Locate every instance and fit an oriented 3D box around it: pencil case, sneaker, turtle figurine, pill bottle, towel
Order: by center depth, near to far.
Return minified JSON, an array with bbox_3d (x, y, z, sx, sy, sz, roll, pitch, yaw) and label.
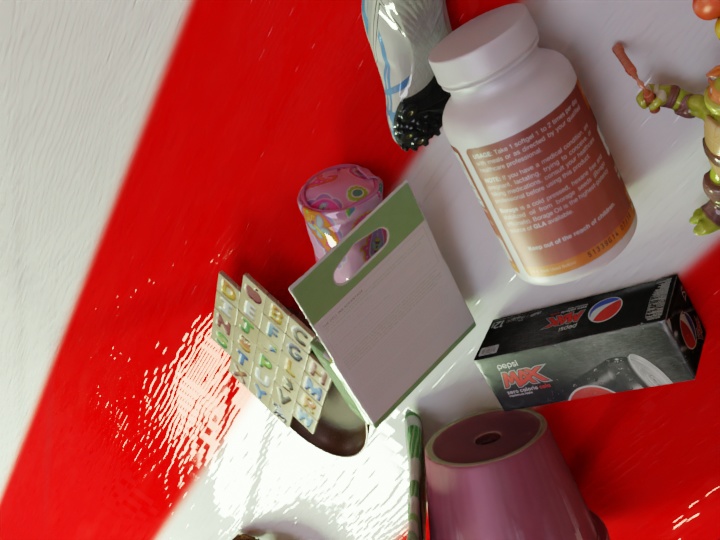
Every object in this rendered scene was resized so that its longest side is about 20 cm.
[{"bbox_3d":[0.268,-0.090,0.783,0.200,0.064,0.163,42,161,45],"label":"turtle figurine"},{"bbox_3d":[0.133,-0.099,0.834,0.111,0.113,0.202,-12,119,36],"label":"pill bottle"},{"bbox_3d":[0.038,-0.188,0.860,0.073,0.071,0.202,51,159,42],"label":"sneaker"},{"bbox_3d":[0.000,0.000,1.018,0.086,0.088,0.203,5,129,27],"label":"pencil case"},{"bbox_3d":[0.056,0.268,1.122,0.023,0.202,0.155,0,128,6],"label":"towel"}]

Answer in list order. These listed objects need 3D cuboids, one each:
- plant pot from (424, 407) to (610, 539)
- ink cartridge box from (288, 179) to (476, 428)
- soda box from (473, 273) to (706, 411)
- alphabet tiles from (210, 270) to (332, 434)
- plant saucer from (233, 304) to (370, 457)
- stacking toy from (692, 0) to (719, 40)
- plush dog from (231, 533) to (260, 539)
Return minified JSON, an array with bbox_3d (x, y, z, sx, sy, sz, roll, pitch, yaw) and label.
[{"bbox_3d":[0.145,0.248,1.068,0.197,0.199,0.182,-7,107,34],"label":"plant pot"},{"bbox_3d":[0.016,0.028,0.956,0.048,0.145,0.201,31,158,47],"label":"ink cartridge box"},{"bbox_3d":[0.206,0.070,0.964,0.198,0.064,0.071,-17,116,39],"label":"soda box"},{"bbox_3d":[-0.099,0.091,1.141,0.166,0.006,0.201,41,147,16],"label":"alphabet tiles"},{"bbox_3d":[-0.058,0.113,1.147,0.199,0.032,0.202,32,144,26],"label":"plant saucer"},{"bbox_3d":[0.278,-0.170,0.724,0.200,0.085,0.086,43,135,3],"label":"stacking toy"},{"bbox_3d":[-0.120,0.447,1.425,0.196,0.160,0.175,16,106,16],"label":"plush dog"}]
